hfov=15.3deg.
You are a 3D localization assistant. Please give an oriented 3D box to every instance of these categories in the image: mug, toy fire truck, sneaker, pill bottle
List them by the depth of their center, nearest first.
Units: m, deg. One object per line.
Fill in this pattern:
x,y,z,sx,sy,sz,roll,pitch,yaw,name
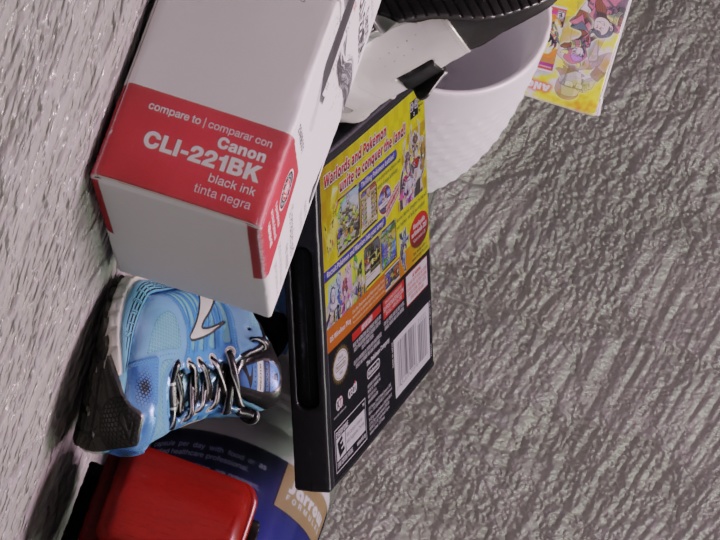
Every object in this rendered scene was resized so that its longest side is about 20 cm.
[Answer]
-0.122,0.163,1.282,0.200,0.128,0.177,127,-17,-73,toy fire truck
-0.082,0.042,1.346,0.200,0.089,0.079,-55,162,-68,sneaker
0.012,-0.124,1.396,0.089,0.199,0.074,94,-24,-58,sneaker
-0.084,0.149,1.484,0.116,0.115,0.201,99,9,-61,pill bottle
0.016,-0.118,1.773,0.200,0.148,0.176,-35,164,-28,mug

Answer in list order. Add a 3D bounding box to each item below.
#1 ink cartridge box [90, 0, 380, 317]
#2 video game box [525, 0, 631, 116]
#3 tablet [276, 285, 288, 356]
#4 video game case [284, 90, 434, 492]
-0.050,-0.099,1.251,0.144,0.083,0.201,90,18,-73,ink cartridge box
0.098,-0.223,1.872,0.047,0.199,0.183,-64,171,-71,video game box
-0.052,0.015,1.632,0.201,0.014,0.130,-67,-155,5,tablet
0.000,0.000,1.472,0.200,0.025,0.182,-45,136,-65,video game case
